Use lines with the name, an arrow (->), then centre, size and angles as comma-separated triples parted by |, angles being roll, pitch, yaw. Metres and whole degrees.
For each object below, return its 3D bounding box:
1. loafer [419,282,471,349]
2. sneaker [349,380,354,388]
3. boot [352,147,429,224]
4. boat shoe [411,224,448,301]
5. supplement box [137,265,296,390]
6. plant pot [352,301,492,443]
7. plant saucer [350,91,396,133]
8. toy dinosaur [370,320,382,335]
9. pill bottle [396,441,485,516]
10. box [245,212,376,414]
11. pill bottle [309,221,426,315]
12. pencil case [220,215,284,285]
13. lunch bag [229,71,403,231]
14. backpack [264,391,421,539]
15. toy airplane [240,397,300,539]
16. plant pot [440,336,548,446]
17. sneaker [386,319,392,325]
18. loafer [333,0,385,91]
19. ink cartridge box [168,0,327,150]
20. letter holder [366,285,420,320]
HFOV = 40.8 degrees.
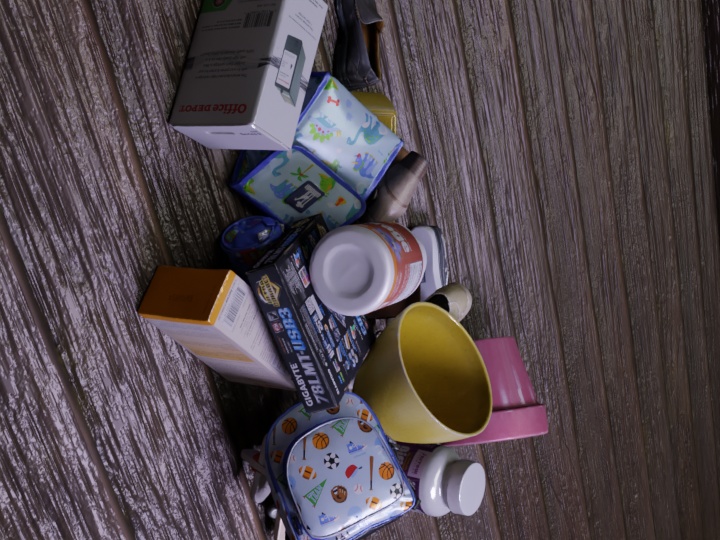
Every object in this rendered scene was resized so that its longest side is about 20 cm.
loafer -> 0.088, 0.098, 1.483 | 0.201, 0.076, 0.068 | -55, 152, 12
sneaker -> -0.048, 0.132, 1.466 | 0.200, 0.084, 0.073 | 63, 14, -61
boot -> 0.033, -0.114, 1.435 | 0.070, 0.200, 0.146 | 39, 92, -8
boat shoe -> 0.122, 0.022, 1.677 | 0.068, 0.071, 0.202 | -6, 92, -52
supplement box -> -0.166, 0.074, 1.229 | 0.200, 0.125, 0.074 | 47, 55, -47
plant pot -> 0.071, 0.165, 1.382 | 0.199, 0.142, 0.201 | 32, 42, -34
plant saucer -> -0.001, -0.177, 1.495 | 0.199, 0.048, 0.202 | -10, 102, -53
toy dinosaur -> 0.037, 0.149, 1.572 | 0.087, 0.047, 0.201 | -15, 118, -16
pill bottle -> 0.095, 0.331, 1.557 | 0.112, 0.199, 0.113 | -9, 101, -53
box -> -0.058, 0.050, 1.251 | 0.201, 0.049, 0.199 | 67, 21, -15
pill bottle -> 0.019, -0.008, 1.270 | 0.200, 0.111, 0.113 | -15, 107, -69
pencil case -> -0.116, 0.013, 1.327 | 0.086, 0.078, 0.201 | -26, 126, -2
lunch bag -> -0.065, -0.151, 1.333 | 0.170, 0.127, 0.201 | 38, 85, -35
backpack -> -0.038, 0.256, 1.252 | 0.199, 0.154, 0.191 | -23, 72, -18
toy airplane -> -0.079, 0.273, 1.387 | 0.199, 0.141, 0.200 | -34, 111, -8
plant pot -> 0.230, 0.218, 1.761 | 0.199, 0.199, 0.181 | 3, 75, -54
sneaker -> 0.087, 0.150, 1.624 | 0.075, 0.084, 0.202 | -3, 96, -54
loafer -> 0.008, -0.374, 1.464 | 0.073, 0.072, 0.202 | -6, 98, -53
ink cartridge box -> -0.140, -0.256, 1.210 | 0.084, 0.145, 0.202 | 29, 71, -53
letter holder -> 0.000, 0.000, 1.475 | 0.199, 0.100, 0.144 | -1, 93, -54
